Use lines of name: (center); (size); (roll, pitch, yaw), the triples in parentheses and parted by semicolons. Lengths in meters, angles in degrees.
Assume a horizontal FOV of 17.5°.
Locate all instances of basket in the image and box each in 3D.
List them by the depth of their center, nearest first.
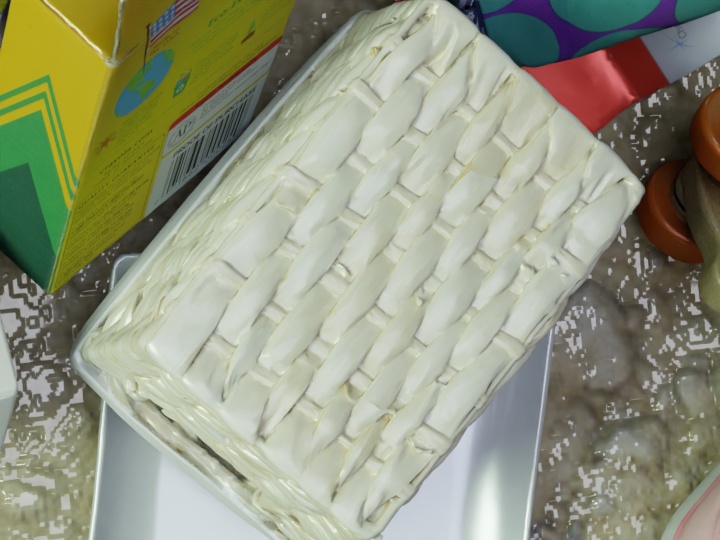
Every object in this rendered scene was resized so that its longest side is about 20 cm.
basket: (0.000, 0.000, 0.934); (0.135, 0.123, 0.200); (41, 76, -8)

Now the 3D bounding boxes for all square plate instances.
square plate: (-0.021, 0.100, 1.011); (0.197, 0.028, 0.201); (6, 91, -14)

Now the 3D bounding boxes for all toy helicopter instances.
toy helicopter: (0.210, 0.013, 1.002); (0.132, 0.079, 0.201); (-4, 61, -21)

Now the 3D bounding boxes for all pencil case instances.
pencil case: (0.127, -0.149, 0.969); (0.199, 0.085, 0.093); (-18, 134, 2)

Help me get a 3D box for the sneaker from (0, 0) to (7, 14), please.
sneaker: (-0.234, -0.089, 0.916); (0.200, 0.074, 0.082); (-32, 82, 8)

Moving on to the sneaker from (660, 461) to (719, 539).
sneaker: (0.215, 0.073, 1.032); (0.075, 0.105, 0.201); (37, 82, -11)

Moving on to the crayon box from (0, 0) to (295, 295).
crayon box: (-0.078, -0.089, 0.883); (0.051, 0.200, 0.127); (42, 58, 9)

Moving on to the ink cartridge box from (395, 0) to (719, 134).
ink cartridge box: (0.113, -0.158, 1.023); (0.200, 0.057, 0.163); (-38, 101, -15)

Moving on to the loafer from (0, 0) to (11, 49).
loafer: (-0.128, -0.153, 0.947); (0.071, 0.073, 0.201); (24, 87, -16)

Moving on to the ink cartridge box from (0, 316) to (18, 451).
ink cartridge box: (-0.244, 0.026, 0.898); (0.199, 0.067, 0.118); (-10, 68, -21)
